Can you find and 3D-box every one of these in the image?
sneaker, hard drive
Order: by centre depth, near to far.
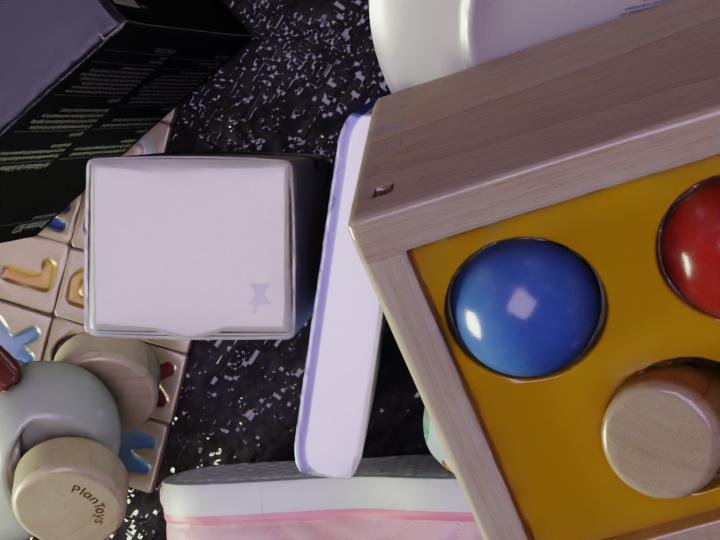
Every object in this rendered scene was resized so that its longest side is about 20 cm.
[{"bbox_3d":[0.000,0.000,0.898,0.025,0.200,0.132,8,96,1],"label":"hard drive"},{"bbox_3d":[0.011,0.135,0.971,0.200,0.075,0.105,-4,91,17],"label":"sneaker"}]

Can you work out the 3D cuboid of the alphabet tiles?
[{"bbox_3d":[-0.149,-0.016,1.027,0.167,0.008,0.200,16,98,10],"label":"alphabet tiles"}]

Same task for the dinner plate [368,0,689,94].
[{"bbox_3d":[0.103,-0.092,0.772,0.200,0.024,0.200,0,125,-1],"label":"dinner plate"}]

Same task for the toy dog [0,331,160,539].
[{"bbox_3d":[-0.181,0.090,0.983,0.200,0.132,0.096,-42,116,7],"label":"toy dog"}]

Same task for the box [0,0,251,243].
[{"bbox_3d":[-0.141,-0.079,0.914,0.141,0.200,0.079,-43,86,10],"label":"box"}]

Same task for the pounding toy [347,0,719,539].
[{"bbox_3d":[0.118,0.029,0.737,0.184,0.142,0.200,-17,114,15],"label":"pounding toy"}]

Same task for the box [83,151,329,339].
[{"bbox_3d":[-0.057,-0.014,0.906,0.082,0.200,0.069,1,93,2],"label":"box"}]

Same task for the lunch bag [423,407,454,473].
[{"bbox_3d":[0.131,0.041,0.905,0.200,0.076,0.160,18,66,6],"label":"lunch bag"}]
